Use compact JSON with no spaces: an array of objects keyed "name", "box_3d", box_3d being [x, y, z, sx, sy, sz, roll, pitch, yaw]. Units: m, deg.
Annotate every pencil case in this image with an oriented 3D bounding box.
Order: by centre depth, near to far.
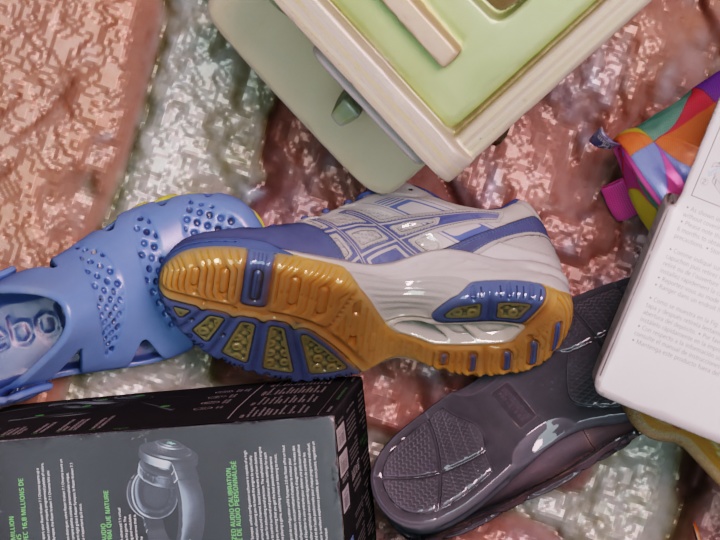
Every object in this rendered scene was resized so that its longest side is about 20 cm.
[{"name":"pencil case","box_3d":[0.212,-0.078,1.071,0.199,0.088,0.089,-31,93,0]}]

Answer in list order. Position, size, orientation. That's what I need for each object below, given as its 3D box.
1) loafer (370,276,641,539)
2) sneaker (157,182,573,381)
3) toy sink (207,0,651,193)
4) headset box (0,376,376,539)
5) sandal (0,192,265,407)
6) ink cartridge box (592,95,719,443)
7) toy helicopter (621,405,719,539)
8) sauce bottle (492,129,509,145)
[{"name":"loafer","box_3d":[0.096,0.069,1.095,0.199,0.063,0.072,-31,63,-4]},{"name":"sneaker","box_3d":[0.000,0.000,1.068,0.198,0.089,0.076,6,135,-13]},{"name":"toy sink","box_3d":[0.032,-0.126,0.978,0.200,0.112,0.130,-40,99,17]},{"name":"headset box","box_3d":[-0.098,0.108,1.022,0.198,0.174,0.094,-5,92,4]},{"name":"sandal","box_3d":[-0.136,0.021,1.068,0.199,0.087,0.080,-25,92,-3]},{"name":"ink cartridge box","box_3d":[0.227,0.008,0.987,0.199,0.045,0.177,22,101,1]},{"name":"toy helicopter","box_3d":[0.190,0.113,1.067,0.132,0.079,0.200,-42,108,14]},{"name":"sauce bottle","box_3d":[-0.010,-0.128,1.075,0.199,0.066,0.066,23,92,-2]}]
